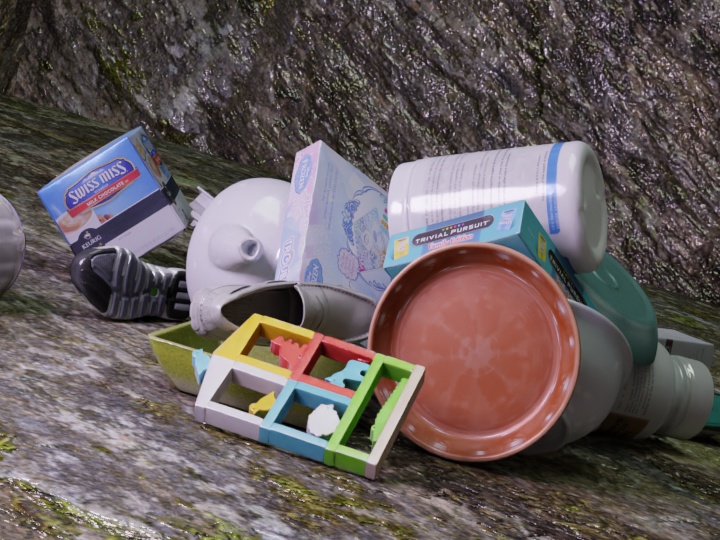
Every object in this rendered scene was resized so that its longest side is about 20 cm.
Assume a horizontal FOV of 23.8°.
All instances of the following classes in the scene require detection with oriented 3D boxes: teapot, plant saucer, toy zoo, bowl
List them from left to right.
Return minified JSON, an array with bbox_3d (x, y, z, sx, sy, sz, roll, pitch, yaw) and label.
[{"bbox_3d":[-0.086,0.100,1.627,0.198,0.048,0.200,16,7,12],"label":"plant saucer"},{"bbox_3d":[-0.078,0.001,1.831,0.145,0.199,0.200,14,38,37],"label":"teapot"},{"bbox_3d":[-0.057,0.103,1.495,0.198,0.021,0.132,17,42,13],"label":"toy zoo"},{"bbox_3d":[0.106,0.075,1.583,0.198,0.203,0.032,16,2,12],"label":"plant saucer"},{"bbox_3d":[0.162,0.116,1.658,0.199,0.091,0.202,7,-37,5],"label":"bowl"},{"bbox_3d":[0.248,0.016,1.812,0.199,0.036,0.201,35,22,-17],"label":"plant saucer"}]

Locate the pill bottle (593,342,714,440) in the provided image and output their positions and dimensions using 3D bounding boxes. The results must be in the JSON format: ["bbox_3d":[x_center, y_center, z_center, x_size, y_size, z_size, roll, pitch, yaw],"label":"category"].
[{"bbox_3d":[0.281,0.124,1.869,0.198,0.116,0.114,13,7,-24],"label":"pill bottle"}]

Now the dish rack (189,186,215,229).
[{"bbox_3d":[-0.132,-0.006,2.036,0.200,0.043,0.172,51,-5,-20],"label":"dish rack"}]

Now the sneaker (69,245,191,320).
[{"bbox_3d":[-0.277,0.012,1.874,0.115,0.076,0.199,13,-4,33],"label":"sneaker"}]

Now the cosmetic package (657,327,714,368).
[{"bbox_3d":[0.330,0.119,2.059,0.199,0.103,0.074,6,10,-42],"label":"cosmetic package"}]

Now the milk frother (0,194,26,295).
[{"bbox_3d":[-0.442,-0.072,1.649,0.179,0.202,0.188,13,6,22],"label":"milk frother"}]

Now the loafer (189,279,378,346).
[{"bbox_3d":[-0.063,0.044,1.614,0.198,0.071,0.070,-1,-1,-30],"label":"loafer"}]

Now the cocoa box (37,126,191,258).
[{"bbox_3d":[-0.295,-0.083,2.076,0.133,0.132,0.200,-31,9,2],"label":"cocoa box"}]

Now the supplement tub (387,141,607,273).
[{"bbox_3d":[0.140,-0.055,1.717,0.198,0.134,0.132,-4,1,21],"label":"supplement tub"}]

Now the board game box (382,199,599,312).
[{"bbox_3d":[0.137,0.029,1.676,0.150,0.047,0.200,-14,-48,29],"label":"board game box"}]

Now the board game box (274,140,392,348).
[{"bbox_3d":[0.000,0.000,1.778,0.043,0.202,0.199,-23,-46,37],"label":"board game box"}]

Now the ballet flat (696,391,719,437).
[{"bbox_3d":[0.340,0.160,1.985,0.198,0.068,0.064,12,-20,-19],"label":"ballet flat"}]
